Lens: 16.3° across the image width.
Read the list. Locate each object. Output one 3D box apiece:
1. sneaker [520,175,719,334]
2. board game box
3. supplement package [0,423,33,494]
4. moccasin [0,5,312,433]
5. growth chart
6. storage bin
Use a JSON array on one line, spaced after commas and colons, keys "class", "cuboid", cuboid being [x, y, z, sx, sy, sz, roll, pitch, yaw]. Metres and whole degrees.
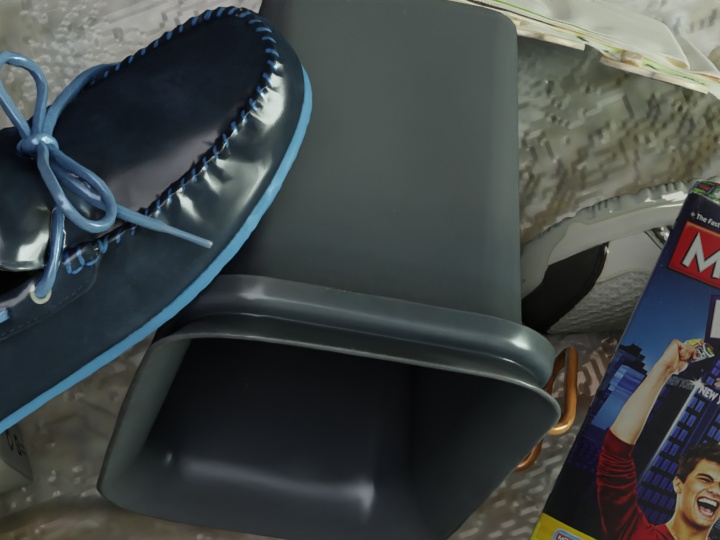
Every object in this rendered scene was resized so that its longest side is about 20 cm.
[{"class": "sneaker", "cuboid": [0.150, 0.011, 0.870, 0.199, 0.076, 0.088, -8, 82, 5]}, {"class": "board game box", "cuboid": [0.179, 0.053, 0.819, 0.199, 0.062, 0.200, 25, 104, 3]}, {"class": "supplement package", "cuboid": [-0.207, -0.007, 0.878, 0.117, 0.117, 0.201, -21, 77, 0]}, {"class": "moccasin", "cuboid": [-0.097, -0.005, 0.708, 0.200, 0.068, 0.080, -45, 48, -8]}, {"class": "growth chart", "cuboid": [0.053, -0.092, 0.872, 0.199, 0.145, 0.018, 20, 105, 6]}, {"class": "storage bin", "cuboid": [0.000, 0.000, 0.827, 0.145, 0.200, 0.135, 10, 69, -8]}]
